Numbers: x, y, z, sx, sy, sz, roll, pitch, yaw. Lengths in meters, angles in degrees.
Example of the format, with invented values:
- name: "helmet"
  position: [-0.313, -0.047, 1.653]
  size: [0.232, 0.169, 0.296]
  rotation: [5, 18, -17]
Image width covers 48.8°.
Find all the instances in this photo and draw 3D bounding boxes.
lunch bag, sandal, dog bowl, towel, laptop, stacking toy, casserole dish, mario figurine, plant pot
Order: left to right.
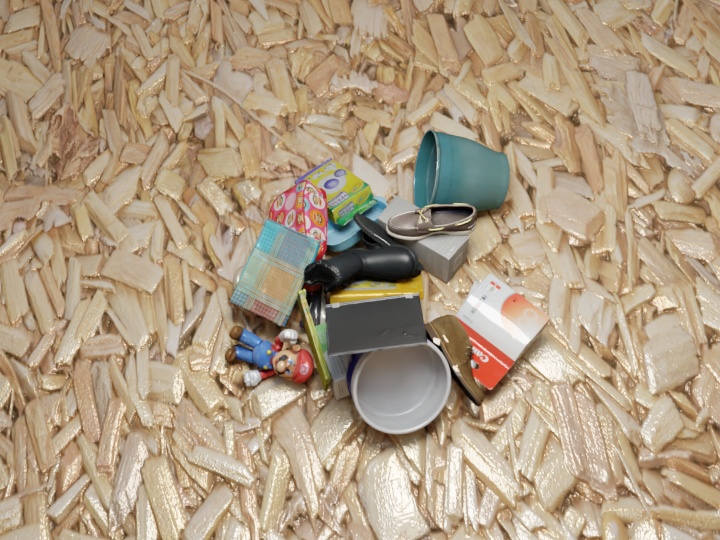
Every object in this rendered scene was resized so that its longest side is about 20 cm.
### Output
- name: "mario figurine"
  position: [-0.192, 0.181, 1.656]
  size: [0.199, 0.124, 0.106]
  rotation: [16, 48, 18]
- name: "towel"
  position: [-0.182, 0.002, 1.696]
  size: [0.146, 0.022, 0.201]
  rotation: [23, 86, 21]
- name: "stacking toy"
  position: [-0.175, 0.024, 1.740]
  size: [0.199, 0.085, 0.086]
  rotation: [-5, 56, 20]
- name: "lunch bag"
  position: [-0.155, -0.090, 1.812]
  size: [0.176, 0.082, 0.201]
  rotation: [-29, 49, 38]
- name: "towel"
  position: [-0.095, 0.143, 1.630]
  size: [0.018, 0.086, 0.201]
  rotation: [-15, 68, -10]
- name: "casserole dish"
  position: [-0.018, -0.104, 1.845]
  size: [0.199, 0.039, 0.121]
  rotation: [-35, 34, -18]
- name: "laptop"
  position: [0.030, 0.116, 1.555]
  size: [0.186, 0.200, 0.117]
  rotation: [-7, 75, 1]
- name: "sandal"
  position: [0.050, -0.051, 1.745]
  size: [0.200, 0.075, 0.048]
  rotation: [43, 110, 15]
- name: "dog bowl"
  position: [0.074, 0.216, 1.568]
  size: [0.199, 0.201, 0.079]
  rotation: [-19, 16, -8]
- name: "plant pot"
  position: [0.237, -0.214, 1.838]
  size: [0.186, 0.200, 0.201]
  rotation: [5, 57, -11]

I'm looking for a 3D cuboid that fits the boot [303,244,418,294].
- name: "boot"
  position: [0.000, 0.000, 1.655]
  size: [0.199, 0.077, 0.168]
  rotation: [3, 16, 33]

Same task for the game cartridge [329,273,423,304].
- name: "game cartridge"
  position: [0.036, 0.028, 1.727]
  size: [0.198, 0.033, 0.176]
  rotation: [-4, 20, 2]

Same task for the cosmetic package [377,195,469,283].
- name: "cosmetic package"
  position: [0.139, -0.071, 1.796]
  size: [0.199, 0.107, 0.090]
  rotation: [35, 67, 20]

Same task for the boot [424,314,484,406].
- name: "boot"
  position: [0.204, 0.176, 1.591]
  size: [0.075, 0.074, 0.201]
  rotation: [-26, 67, -8]

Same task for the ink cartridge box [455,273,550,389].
- name: "ink cartridge box"
  position: [0.270, 0.122, 1.643]
  size: [0.162, 0.050, 0.200]
  rotation: [38, 63, 20]

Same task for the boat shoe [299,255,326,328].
- name: "boat shoe"
  position: [-0.106, 0.039, 1.764]
  size: [0.062, 0.073, 0.201]
  rotation: [-1, 63, 0]

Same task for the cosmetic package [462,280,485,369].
- name: "cosmetic package"
  position: [0.242, 0.124, 1.700]
  size: [0.082, 0.051, 0.201]
  rotation: [21, 62, 17]

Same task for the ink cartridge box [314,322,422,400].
- name: "ink cartridge box"
  position: [0.016, 0.162, 1.668]
  size: [0.199, 0.088, 0.146]
  rotation: [-17, 55, -9]

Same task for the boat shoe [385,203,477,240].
- name: "boat shoe"
  position: [0.154, -0.111, 1.723]
  size: [0.198, 0.060, 0.072]
  rotation: [-2, 58, 2]

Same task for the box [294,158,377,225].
- name: "box"
  position: [-0.058, -0.185, 1.885]
  size: [0.117, 0.049, 0.200]
  rotation: [-35, 47, -17]
